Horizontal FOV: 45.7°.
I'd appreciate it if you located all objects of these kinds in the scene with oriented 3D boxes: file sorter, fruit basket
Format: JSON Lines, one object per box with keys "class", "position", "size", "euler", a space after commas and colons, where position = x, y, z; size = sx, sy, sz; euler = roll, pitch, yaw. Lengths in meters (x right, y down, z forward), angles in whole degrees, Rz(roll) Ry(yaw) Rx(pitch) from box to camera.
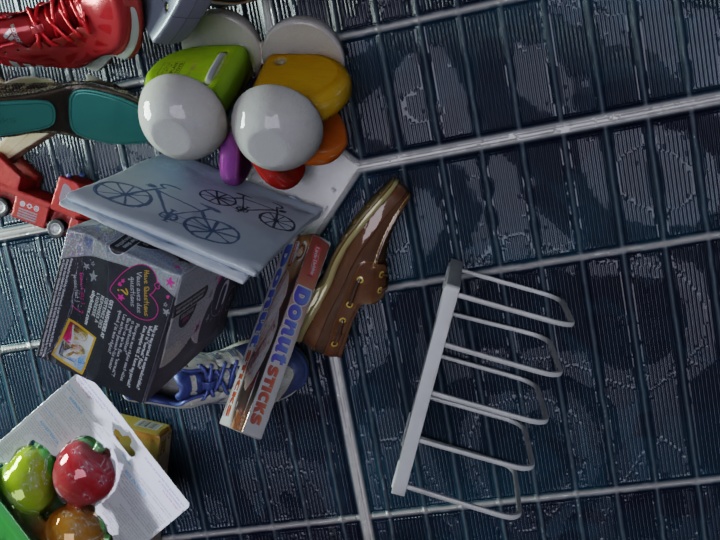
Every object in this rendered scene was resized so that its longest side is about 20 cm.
{"class": "file sorter", "position": [0.117, 0.110, 0.819], "size": [0.123, 0.139, 0.202], "euler": [14, 102, 5]}
{"class": "fruit basket", "position": [-0.308, 0.236, 0.910], "size": [0.200, 0.094, 0.186], "euler": [-40, 88, 1]}

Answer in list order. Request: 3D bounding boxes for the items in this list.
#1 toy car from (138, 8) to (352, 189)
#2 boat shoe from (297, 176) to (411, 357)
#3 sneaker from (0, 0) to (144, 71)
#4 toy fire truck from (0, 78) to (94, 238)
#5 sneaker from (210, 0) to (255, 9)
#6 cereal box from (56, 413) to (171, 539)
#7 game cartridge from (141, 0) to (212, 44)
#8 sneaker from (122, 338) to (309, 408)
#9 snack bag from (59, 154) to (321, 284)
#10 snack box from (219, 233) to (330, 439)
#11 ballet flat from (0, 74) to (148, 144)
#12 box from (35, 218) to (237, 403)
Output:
{"class": "toy car", "position": [-0.105, -0.148, 0.820], "size": [0.198, 0.176, 0.151], "euler": [7, 137, 8]}
{"class": "boat shoe", "position": [0.000, 0.000, 0.858], "size": [0.067, 0.072, 0.201], "euler": [31, 109, -2]}
{"class": "sneaker", "position": [-0.279, -0.223, 0.792], "size": [0.115, 0.199, 0.079], "euler": [-17, 90, -31]}
{"class": "toy fire truck", "position": [-0.361, -0.128, 0.907], "size": [0.198, 0.049, 0.142], "euler": [20, 101, 5]}
{"class": "sneaker", "position": [-0.168, -0.303, 0.837], "size": [0.199, 0.079, 0.079], "euler": [31, 108, 29]}
{"class": "cereal box", "position": [-0.293, 0.259, 0.964], "size": [0.142, 0.040, 0.202], "euler": [10, 101, 10]}
{"class": "game cartridge", "position": [-0.153, -0.302, 0.727], "size": [0.134, 0.041, 0.200], "euler": [56, 135, 20]}
{"class": "sneaker", "position": [-0.154, 0.117, 0.893], "size": [0.198, 0.088, 0.076], "euler": [-6, 97, 9]}
{"class": "snack bag", "position": [-0.150, -0.058, 0.809], "size": [0.187, 0.200, 0.022], "euler": [21, 114, 7]}
{"class": "snack box", "position": [-0.084, 0.062, 0.842], "size": [0.024, 0.072, 0.202], "euler": [24, 77, -23]}
{"class": "ballet flat", "position": [-0.304, -0.171, 0.868], "size": [0.198, 0.076, 0.068], "euler": [-3, 133, -22]}
{"class": "box", "position": [-0.196, 0.015, 0.821], "size": [0.114, 0.200, 0.133], "euler": [22, 107, 4]}
